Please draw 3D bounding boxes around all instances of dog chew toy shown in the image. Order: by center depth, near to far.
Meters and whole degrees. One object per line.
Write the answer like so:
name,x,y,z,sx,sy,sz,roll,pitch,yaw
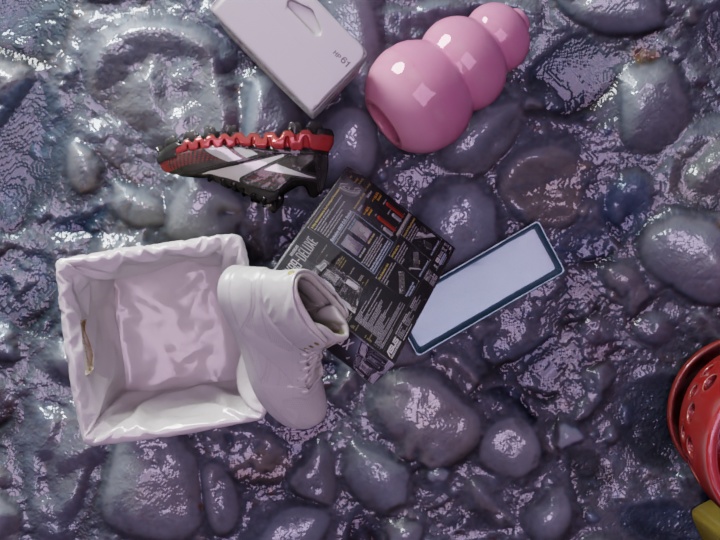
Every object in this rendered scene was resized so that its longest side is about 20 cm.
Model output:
dog chew toy,0.102,-0.220,1.170,0.200,0.125,0.125,-38,96,-7

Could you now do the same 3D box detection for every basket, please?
basket,-0.204,0.065,1.156,0.198,0.161,0.200,-8,96,-2

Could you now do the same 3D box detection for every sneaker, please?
sneaker,-0.055,0.083,1.059,0.115,0.074,0.201,-1,127,37
sneaker,-0.127,-0.112,1.188,0.199,0.071,0.099,-3,93,-4

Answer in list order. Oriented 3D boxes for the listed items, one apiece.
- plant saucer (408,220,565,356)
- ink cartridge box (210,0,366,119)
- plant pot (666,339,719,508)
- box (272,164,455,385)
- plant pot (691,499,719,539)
plant saucer,0.136,0.021,1.242,0.199,0.019,0.070,-30,96,-1
ink cartridge box,-0.073,-0.239,1.114,0.145,0.200,0.085,44,92,-6
plant pot,0.449,0.177,1.190,0.199,0.183,0.202,0,95,-3
box,0.000,0.000,1.153,0.157,0.200,0.050,37,136,-6
plant pot,0.529,0.342,1.202,0.193,0.200,0.197,-26,95,0
